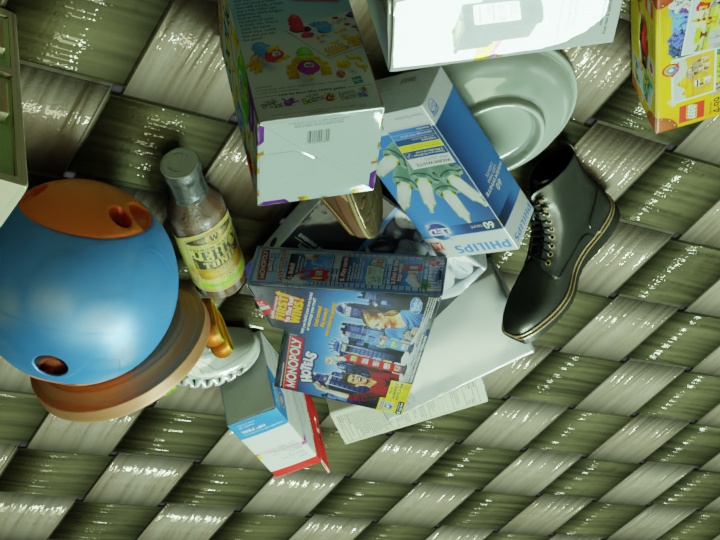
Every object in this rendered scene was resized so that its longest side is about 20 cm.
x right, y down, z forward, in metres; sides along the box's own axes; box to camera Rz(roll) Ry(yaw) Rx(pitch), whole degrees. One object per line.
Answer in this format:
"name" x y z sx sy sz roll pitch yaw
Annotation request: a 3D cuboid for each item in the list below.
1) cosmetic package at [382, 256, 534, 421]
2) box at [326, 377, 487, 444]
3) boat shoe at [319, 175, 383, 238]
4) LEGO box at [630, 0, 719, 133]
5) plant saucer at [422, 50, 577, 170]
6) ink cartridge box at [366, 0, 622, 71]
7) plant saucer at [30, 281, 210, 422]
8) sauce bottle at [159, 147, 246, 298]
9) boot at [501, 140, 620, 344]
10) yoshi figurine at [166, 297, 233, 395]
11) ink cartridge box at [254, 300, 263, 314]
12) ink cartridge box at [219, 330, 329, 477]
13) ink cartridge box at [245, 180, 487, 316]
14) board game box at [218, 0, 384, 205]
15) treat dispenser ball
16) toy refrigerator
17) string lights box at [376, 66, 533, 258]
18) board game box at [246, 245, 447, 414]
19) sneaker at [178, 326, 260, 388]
"cosmetic package" 0.096 0.081 1.553 0.199 0.081 0.113 -25 102 8
"box" 0.057 0.145 1.676 0.198 0.078 0.095 -17 145 2
"boat shoe" -0.036 -0.114 1.285 0.067 0.072 0.201 -8 130 28
"LEGO box" 0.343 -0.243 1.256 0.148 0.078 0.200 -17 144 2
"plant saucer" 0.132 -0.150 1.330 0.198 0.050 0.201 -10 143 -7
"ink cartridge box" 0.103 -0.255 1.092 0.198 0.146 0.083 -9 142 -8
"plant saucer" -0.256 0.075 1.371 0.199 0.201 0.032 -17 128 4
"sauce bottle" -0.166 -0.048 1.348 0.064 0.065 0.201 -15 145 0
"boot" 0.196 -0.034 1.441 0.201 0.077 0.138 -58 138 -13
"yoshi figurine" -0.240 0.107 1.427 0.199 0.112 0.113 -18 113 -1
"ink cartridge box" 0.002 0.020 1.519 0.199 0.044 0.173 -30 141 20
"ink cartridge box" -0.108 0.178 1.627 0.067 0.117 0.200 -21 143 7
"ink cartridge box" 0.000 0.000 1.418 0.197 0.044 0.200 33 120 -20
"board game box" -0.056 -0.169 1.105 0.104 0.201 0.103 -8 144 -11
"treat dispenser ball" -0.277 0.011 1.268 0.199 0.202 0.202 -10 144 -7
"toy refrigerator" -0.321 -0.135 1.056 0.076 0.201 0.070 16 134 -35
"string lights box" 0.078 -0.103 1.287 0.102 0.059 0.200 -7 134 39
"board game box" -0.027 0.051 1.391 0.198 0.062 0.201 14 134 -2
"sneaker" -0.214 0.090 1.516 0.198 0.075 0.081 -5 135 -14
